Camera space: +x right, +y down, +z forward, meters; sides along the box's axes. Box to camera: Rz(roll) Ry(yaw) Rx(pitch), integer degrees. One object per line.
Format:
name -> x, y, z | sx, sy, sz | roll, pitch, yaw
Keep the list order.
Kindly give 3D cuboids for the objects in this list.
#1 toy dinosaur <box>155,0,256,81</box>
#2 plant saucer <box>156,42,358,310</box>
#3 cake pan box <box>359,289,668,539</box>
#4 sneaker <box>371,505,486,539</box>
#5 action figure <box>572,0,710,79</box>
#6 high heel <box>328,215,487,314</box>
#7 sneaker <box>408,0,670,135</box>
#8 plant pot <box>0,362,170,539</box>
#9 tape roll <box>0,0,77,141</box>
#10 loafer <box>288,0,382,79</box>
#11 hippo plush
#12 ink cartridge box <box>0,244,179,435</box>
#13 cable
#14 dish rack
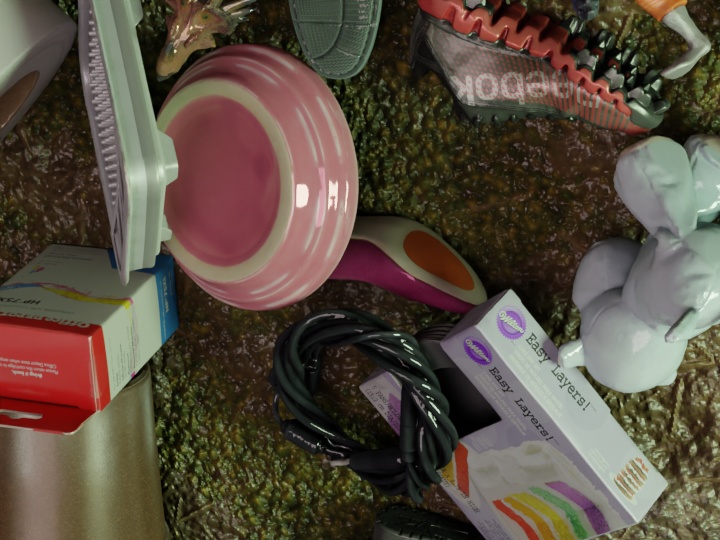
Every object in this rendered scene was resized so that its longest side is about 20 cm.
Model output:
toy dinosaur -> -0.107, -0.245, 1.243 | 0.085, 0.136, 0.202 | -2, 111, 19
plant saucer -> -0.092, -0.069, 1.321 | 0.199, 0.051, 0.203 | 6, 100, 38
cake pan box -> 0.110, 0.120, 1.332 | 0.200, 0.052, 0.184 | 51, 145, -6
sneaker -> 0.066, 0.261, 1.449 | 0.198, 0.060, 0.105 | 18, 116, 16
action figure -> 0.187, -0.224, 1.153 | 0.104, 0.200, 0.195 | -22, 63, -3
high heel -> 0.000, 0.000, 1.359 | 0.199, 0.067, 0.097 | 32, 125, 12
sneaker -> 0.119, -0.137, 1.249 | 0.199, 0.071, 0.099 | 27, 118, 8
plant pot -> -0.248, 0.174, 1.449 | 0.198, 0.200, 0.200 | 6, 107, 16
tape roll -> -0.328, -0.156, 1.321 | 0.139, 0.203, 0.203 | 41, 119, -3
loafer -> -0.014, -0.241, 1.260 | 0.071, 0.063, 0.202 | 3, 117, 17
hippo plush -> 0.232, 0.020, 1.241 | 0.158, 0.202, 0.161 | 9, 141, -19
ink cartridge box -> -0.233, 0.050, 1.377 | 0.115, 0.200, 0.068 | 5, 114, 16
cable -> 0.002, 0.106, 1.348 | 0.163, 0.051, 0.200 | 41, 146, 9
dish rack -> -0.170, -0.108, 1.278 | 0.043, 0.202, 0.172 | -10, 157, -13
